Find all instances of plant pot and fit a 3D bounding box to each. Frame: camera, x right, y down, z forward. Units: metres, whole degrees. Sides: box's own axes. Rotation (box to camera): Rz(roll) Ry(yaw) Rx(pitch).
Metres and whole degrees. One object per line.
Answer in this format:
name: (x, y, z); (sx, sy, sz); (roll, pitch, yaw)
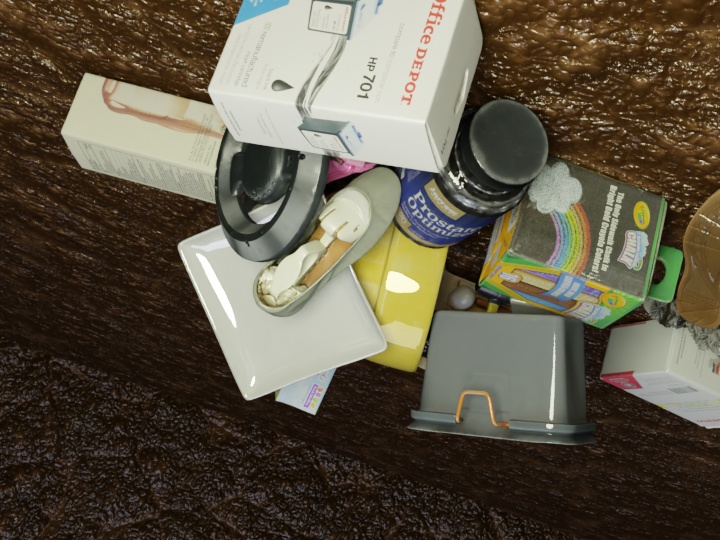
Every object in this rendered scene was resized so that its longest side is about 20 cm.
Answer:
plant pot: (0.000, 0.000, 1.277); (0.186, 0.203, 0.201); (14, 161, 3)

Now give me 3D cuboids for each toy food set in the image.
toy food set: (0.182, 0.092, 1.514); (0.198, 0.145, 0.060); (21, 164, -9)

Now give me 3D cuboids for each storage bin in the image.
storage bin: (0.155, 0.115, 1.190); (0.198, 0.136, 0.145); (0, 175, 30)

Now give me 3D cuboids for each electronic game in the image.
electronic game: (-0.095, -0.109, 1.130); (0.041, 0.203, 0.199); (9, 170, -38)

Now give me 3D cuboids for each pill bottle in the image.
pill bottle: (0.108, -0.099, 1.102); (0.111, 0.113, 0.200); (22, 161, -13)

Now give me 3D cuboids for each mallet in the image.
mallet: (0.177, 0.098, 1.474); (0.065, 0.203, 0.041); (10, -177, -7)

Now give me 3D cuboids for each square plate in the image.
square plate: (-0.087, 0.025, 1.207); (0.198, 0.200, 0.028); (-22, -176, 25)

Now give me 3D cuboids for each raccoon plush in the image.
raccoon plush: (0.459, 0.051, 1.308); (0.133, 0.098, 0.200); (12, -165, -26)

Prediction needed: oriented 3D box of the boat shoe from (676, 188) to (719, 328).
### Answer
boat shoe: (0.385, -0.025, 1.135); (0.072, 0.072, 0.201); (27, 145, 26)

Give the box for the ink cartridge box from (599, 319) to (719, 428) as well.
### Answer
ink cartridge box: (0.461, 0.145, 1.505); (0.198, 0.084, 0.145); (25, 160, -21)

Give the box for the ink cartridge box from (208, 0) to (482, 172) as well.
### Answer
ink cartridge box: (-0.010, -0.180, 0.931); (0.198, 0.148, 0.086); (10, 158, 20)

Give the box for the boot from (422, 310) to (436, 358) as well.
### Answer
boot: (0.159, 0.088, 1.316); (0.161, 0.074, 0.198); (17, 165, 0)

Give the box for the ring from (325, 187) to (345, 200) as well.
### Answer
ring: (0.012, -0.037, 1.376); (0.198, 0.019, 0.202); (-3, 134, -4)

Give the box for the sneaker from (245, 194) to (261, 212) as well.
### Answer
sneaker: (-0.061, -0.074, 1.411); (0.198, 0.085, 0.075); (11, 122, -33)

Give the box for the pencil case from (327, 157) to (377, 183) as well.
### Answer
pencil case: (-0.048, -0.131, 1.184); (0.090, 0.095, 0.199); (27, 158, -26)

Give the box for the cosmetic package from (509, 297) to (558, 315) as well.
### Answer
cosmetic package: (0.243, 0.034, 1.364); (0.089, 0.108, 0.200); (12, 162, 13)

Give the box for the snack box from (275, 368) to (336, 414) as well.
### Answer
snack box: (-0.063, 0.079, 1.535); (0.067, 0.170, 0.200); (21, -160, -12)

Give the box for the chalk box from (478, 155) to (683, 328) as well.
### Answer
chalk box: (0.249, -0.022, 1.171); (0.198, 0.126, 0.124); (20, 161, -4)

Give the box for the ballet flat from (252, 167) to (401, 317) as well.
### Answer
ballet flat: (-0.035, -0.028, 1.117); (0.067, 0.200, 0.064); (46, -171, 16)

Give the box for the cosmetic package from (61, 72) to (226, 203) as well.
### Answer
cosmetic package: (-0.243, -0.157, 1.297); (0.197, 0.088, 0.104); (15, 162, 5)
